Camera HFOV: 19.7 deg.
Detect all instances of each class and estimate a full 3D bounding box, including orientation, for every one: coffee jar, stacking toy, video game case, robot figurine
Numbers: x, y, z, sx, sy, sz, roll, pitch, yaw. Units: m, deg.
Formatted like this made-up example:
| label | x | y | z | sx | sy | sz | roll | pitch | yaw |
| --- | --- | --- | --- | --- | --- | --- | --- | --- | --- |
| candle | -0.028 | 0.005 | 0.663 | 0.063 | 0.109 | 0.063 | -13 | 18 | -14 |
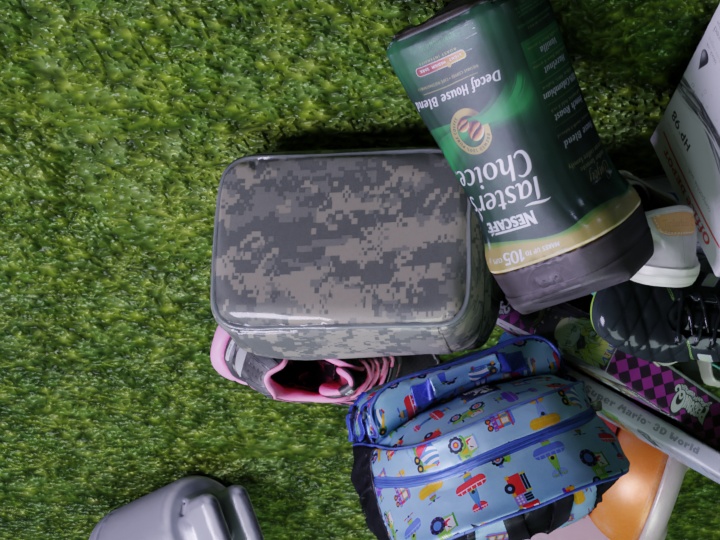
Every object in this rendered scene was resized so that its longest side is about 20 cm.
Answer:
| label | x | y | z | sx | sy | sz | roll | pitch | yaw |
| --- | --- | --- | --- | --- | --- | --- | --- | --- | --- |
| coffee jar | 0.103 | -0.076 | 1.295 | 0.104 | 0.085 | 0.201 | -20 | 101 | 36 |
| stacking toy | 0.173 | 0.144 | 1.728 | 0.198 | 0.147 | 0.147 | 18 | 148 | 4 |
| video game case | 0.192 | 0.073 | 1.577 | 0.199 | 0.036 | 0.181 | 32 | 177 | -40 |
| video game case | 0.203 | 0.111 | 1.582 | 0.199 | 0.018 | 0.143 | 29 | 178 | 17 |
| robot figurine | -0.179 | 0.261 | 1.921 | 0.199 | 0.114 | 0.169 | -28 | 166 | 39 |

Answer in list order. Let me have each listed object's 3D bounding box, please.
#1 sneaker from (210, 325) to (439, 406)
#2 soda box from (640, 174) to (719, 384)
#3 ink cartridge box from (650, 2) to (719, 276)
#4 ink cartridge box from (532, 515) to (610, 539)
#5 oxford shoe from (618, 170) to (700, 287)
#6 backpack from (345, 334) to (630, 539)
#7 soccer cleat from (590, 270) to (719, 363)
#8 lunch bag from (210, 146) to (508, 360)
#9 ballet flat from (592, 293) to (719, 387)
| label | x | y | z | sx | sy | sz | roll | pitch | yaw |
| --- | --- | --- | --- | --- | --- | --- | --- | --- | --- |
| sneaker | -0.014 | 0.078 | 1.601 | 0.199 | 0.080 | 0.095 | 4 | -164 | -32 |
| soda box | 0.252 | 0.008 | 1.535 | 0.063 | 0.069 | 0.200 | -9 | 147 | 17 |
| ink cartridge box | 0.253 | -0.078 | 1.338 | 0.066 | 0.117 | 0.201 | -12 | 151 | -19 |
| ink cartridge box | 0.143 | 0.241 | 1.855 | 0.124 | 0.129 | 0.200 | 9 | 147 | -11 |
| oxford shoe | 0.160 | -0.044 | 1.400 | 0.075 | 0.058 | 0.200 | -5 | -160 | -32 |
| backpack | 0.087 | 0.125 | 1.428 | 0.181 | 0.136 | 0.200 | -18 | 178 | -7 |
| soccer cleat | 0.250 | 0.033 | 1.388 | 0.198 | 0.068 | 0.081 | 8 | 175 | -24 |
| lunch bag | 0.000 | 0.000 | 1.470 | 0.198 | 0.141 | 0.168 | -2 | 162 | 13 |
| ballet flat | 0.237 | 0.041 | 1.455 | 0.199 | 0.071 | 0.067 | 20 | 145 | -24 |
